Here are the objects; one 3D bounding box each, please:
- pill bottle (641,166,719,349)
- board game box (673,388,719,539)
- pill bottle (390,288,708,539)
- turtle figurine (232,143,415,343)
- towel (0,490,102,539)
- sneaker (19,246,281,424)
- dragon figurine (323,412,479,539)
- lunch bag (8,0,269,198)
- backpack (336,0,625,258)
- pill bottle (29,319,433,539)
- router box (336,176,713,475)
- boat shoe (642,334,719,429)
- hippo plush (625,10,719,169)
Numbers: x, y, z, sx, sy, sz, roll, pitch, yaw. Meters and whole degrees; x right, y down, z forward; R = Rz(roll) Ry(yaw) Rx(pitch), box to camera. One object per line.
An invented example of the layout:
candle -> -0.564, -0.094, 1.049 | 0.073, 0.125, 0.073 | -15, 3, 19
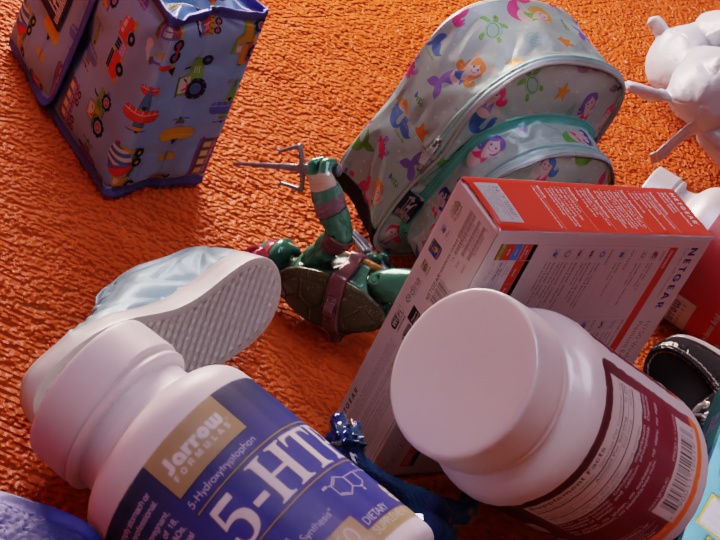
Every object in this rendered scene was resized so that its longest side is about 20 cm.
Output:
pill bottle -> 0.296, 0.008, 1.250 | 0.199, 0.113, 0.112 | 35, 33, 13
board game box -> 0.266, 0.179, 0.988 | 0.150, 0.047, 0.201 | 29, 56, 3
pill bottle -> 0.110, 0.091, 0.915 | 0.199, 0.114, 0.115 | 32, 20, -47
turtle figurine -> 0.000, 0.000, 1.069 | 0.198, 0.102, 0.150 | 21, -14, 17
towel -> -0.220, 0.168, 0.726 | 0.146, 0.050, 0.201 | 21, 33, 4
sneaker -> -0.138, 0.041, 0.953 | 0.081, 0.075, 0.199 | 12, 26, 37
dragon figurine -> 0.030, 0.165, 0.892 | 0.098, 0.059, 0.201 | 7, 37, -29
lunch bag -> -0.176, -0.177, 1.131 | 0.093, 0.152, 0.200 | -12, 49, -44
backpack -> 0.098, -0.093, 1.158 | 0.176, 0.201, 0.151 | 2, 39, -42
pill bottle -> -0.071, 0.121, 0.824 | 0.199, 0.120, 0.119 | 37, 34, 15
router box -> 0.099, 0.039, 0.987 | 0.178, 0.201, 0.049 | 1, 40, -36
boat shoe -> 0.250, 0.126, 1.097 | 0.060, 0.074, 0.201 | 2, 48, -40
hippo plush -> 0.347, -0.171, 1.548 | 0.198, 0.161, 0.161 | -24, 23, -1
